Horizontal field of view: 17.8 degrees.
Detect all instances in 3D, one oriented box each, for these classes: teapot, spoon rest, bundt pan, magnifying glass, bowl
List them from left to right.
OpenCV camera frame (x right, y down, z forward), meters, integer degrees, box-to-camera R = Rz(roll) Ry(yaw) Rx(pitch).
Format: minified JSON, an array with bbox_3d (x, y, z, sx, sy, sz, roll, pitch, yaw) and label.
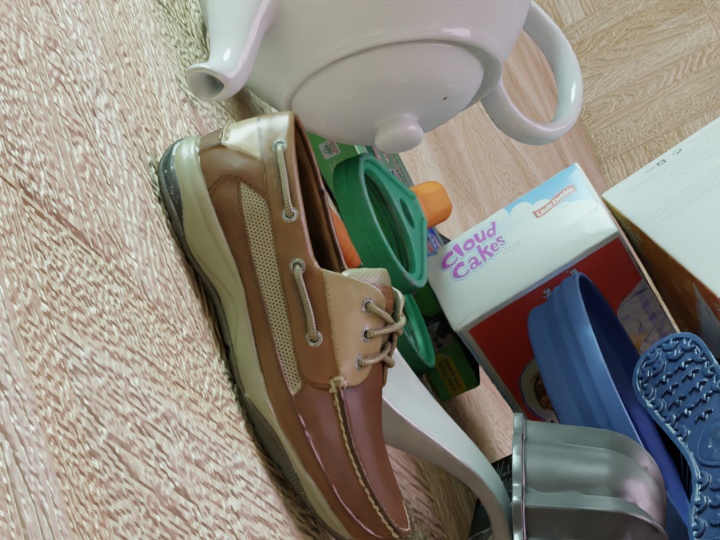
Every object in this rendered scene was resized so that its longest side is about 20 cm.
[{"bbox_3d":[0.000,0.000,1.298,0.200,0.022,0.080,47,20,-56],"label":"magnifying glass"},{"bbox_3d":[0.012,-0.132,1.229,0.197,0.199,0.147,66,10,-70],"label":"teapot"},{"bbox_3d":[0.024,-0.031,1.315,0.080,0.022,0.200,66,13,-1],"label":"magnifying glass"},{"bbox_3d":[0.024,0.081,1.122,0.201,0.060,0.099,65,10,-6],"label":"spoon rest"},{"bbox_3d":[0.116,0.169,1.135,0.202,0.075,0.203,-3,90,-84],"label":"bundt pan"},{"bbox_3d":[0.152,0.099,1.304,0.201,0.039,0.201,59,12,-20],"label":"bowl"}]

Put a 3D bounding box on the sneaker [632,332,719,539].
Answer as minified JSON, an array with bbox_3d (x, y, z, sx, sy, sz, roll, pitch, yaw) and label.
[{"bbox_3d":[0.208,0.119,1.231,0.078,0.070,0.200,45,19,-38],"label":"sneaker"}]

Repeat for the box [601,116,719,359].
[{"bbox_3d":[0.234,0.006,1.315,0.125,0.097,0.200,58,-1,-21],"label":"box"}]

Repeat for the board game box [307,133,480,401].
[{"bbox_3d":[0.020,-0.031,1.446,0.201,0.029,0.135,62,12,-15],"label":"board game box"}]

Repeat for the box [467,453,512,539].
[{"bbox_3d":[0.138,0.195,1.346,0.164,0.086,0.200,63,11,-8],"label":"box"}]

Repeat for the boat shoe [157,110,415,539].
[{"bbox_3d":[-0.019,0.023,1.002,0.201,0.074,0.076,66,11,5],"label":"boat shoe"}]

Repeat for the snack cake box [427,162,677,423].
[{"bbox_3d":[0.132,0.040,1.432,0.200,0.115,0.067,54,7,-47],"label":"snack cake box"}]

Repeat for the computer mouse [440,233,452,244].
[{"bbox_3d":[0.050,-0.026,1.574,0.200,0.034,0.059,54,16,-43],"label":"computer mouse"}]
